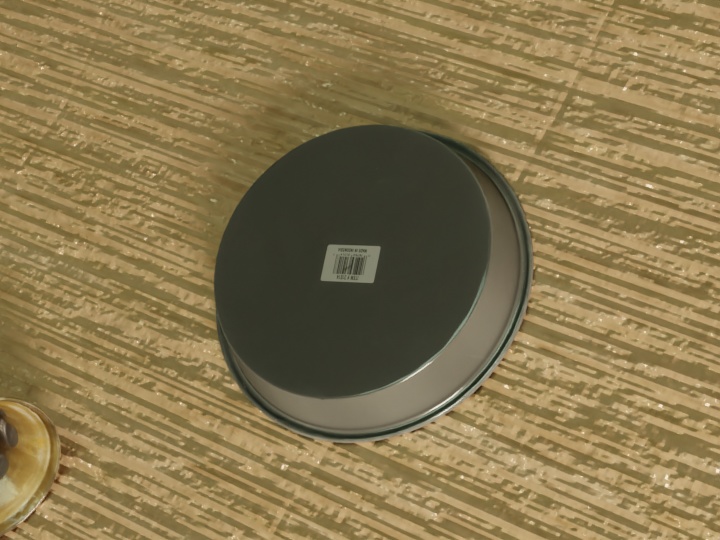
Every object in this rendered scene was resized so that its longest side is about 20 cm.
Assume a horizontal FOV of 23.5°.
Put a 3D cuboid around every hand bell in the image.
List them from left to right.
[{"bbox_3d":[-0.277,0.074,1.078,0.104,0.104,0.200,-48,46,-3],"label":"hand bell"}]

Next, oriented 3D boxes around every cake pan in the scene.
[{"bbox_3d":[0.000,0.000,1.010,0.200,0.037,0.200,-9,64,19],"label":"cake pan"}]
